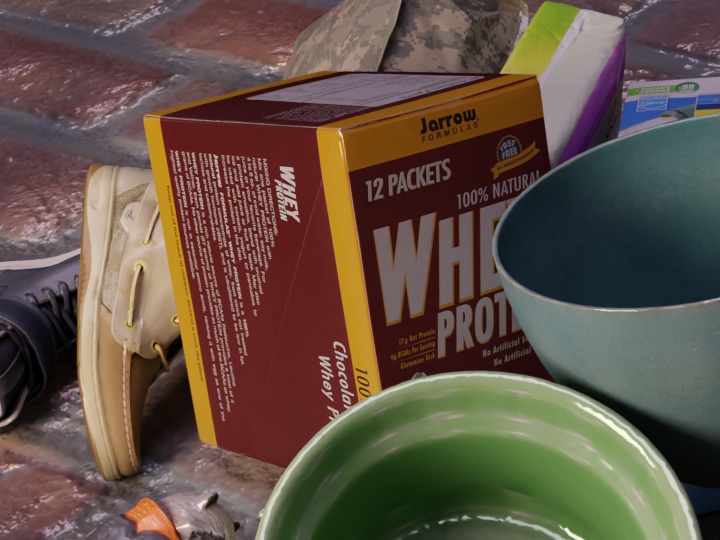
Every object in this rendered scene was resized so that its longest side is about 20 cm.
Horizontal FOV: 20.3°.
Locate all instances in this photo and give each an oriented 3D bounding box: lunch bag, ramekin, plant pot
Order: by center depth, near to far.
[{"bbox_3d":[0.053,0.155,0.911,0.198,0.098,0.201,-2,53,3],"label":"ramekin"},{"bbox_3d":[0.176,0.026,0.988,0.198,0.136,0.200,-13,25,6],"label":"plant pot"},{"bbox_3d":[0.014,-0.090,1.339,0.164,0.117,0.201,-33,34,53],"label":"lunch bag"}]

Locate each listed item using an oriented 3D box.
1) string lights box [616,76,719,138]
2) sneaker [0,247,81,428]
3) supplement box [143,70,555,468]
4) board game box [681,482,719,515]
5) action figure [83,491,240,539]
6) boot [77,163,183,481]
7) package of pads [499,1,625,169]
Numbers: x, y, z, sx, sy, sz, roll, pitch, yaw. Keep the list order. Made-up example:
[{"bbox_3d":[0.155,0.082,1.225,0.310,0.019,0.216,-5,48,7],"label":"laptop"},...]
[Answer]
[{"bbox_3d":[0.199,-0.042,1.181,0.102,0.059,0.200,-3,31,16],"label":"string lights box"},{"bbox_3d":[-0.187,0.036,1.297,0.201,0.077,0.146,-15,21,10],"label":"sneaker"},{"bbox_3d":[0.000,0.000,1.112,0.132,0.199,0.199,-17,15,-33],"label":"supplement box"},{"bbox_3d":[0.229,0.045,1.136,0.198,0.056,0.196,-13,29,1],"label":"board game box"},{"bbox_3d":[-0.121,0.186,0.987,0.199,0.105,0.194,9,50,50],"label":"action figure"},{"bbox_3d":[-0.094,0.029,1.235,0.154,0.073,0.202,0,66,-3],"label":"boot"},{"bbox_3d":[0.111,-0.052,1.255,0.068,0.156,0.200,12,38,18],"label":"package of pads"}]
